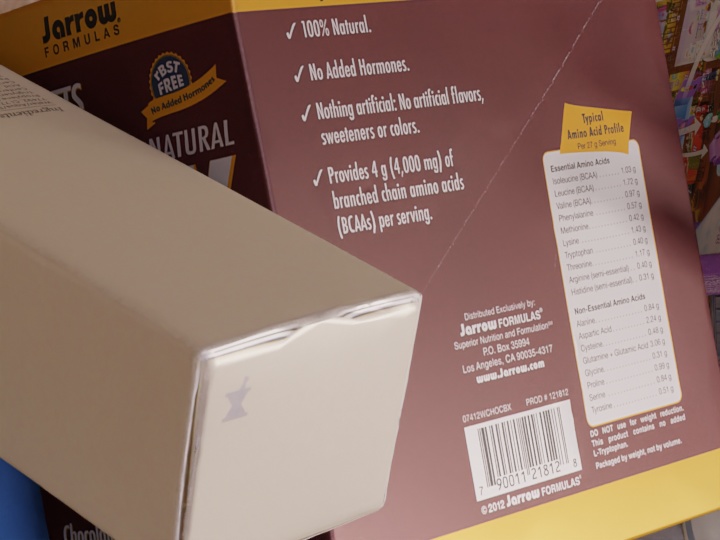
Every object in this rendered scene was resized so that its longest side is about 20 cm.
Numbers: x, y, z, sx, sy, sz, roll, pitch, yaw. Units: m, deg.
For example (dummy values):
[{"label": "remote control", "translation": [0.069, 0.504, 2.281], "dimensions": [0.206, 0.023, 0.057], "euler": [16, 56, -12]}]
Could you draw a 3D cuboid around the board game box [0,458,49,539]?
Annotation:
[{"label": "board game box", "translation": [-0.154, 0.097, 0.743], "dimensions": [0.200, 0.039, 0.158], "euler": [-48, 113, -15]}]

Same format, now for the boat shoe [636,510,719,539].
[{"label": "boat shoe", "translation": [0.130, 0.182, 0.869], "dimensions": [0.070, 0.071, 0.202], "euler": [12, 68, -68]}]

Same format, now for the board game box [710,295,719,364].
[{"label": "board game box", "translation": [0.220, 0.031, 0.929], "dimensions": [0.199, 0.062, 0.201], "euler": [15, 82, -27]}]

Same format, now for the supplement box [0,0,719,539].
[{"label": "supplement box", "translation": [0.000, 0.000, 0.741], "dimensions": [0.197, 0.133, 0.201], "euler": [-10, 90, -45]}]

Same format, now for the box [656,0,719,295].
[{"label": "box", "translation": [0.140, -0.089, 0.848], "dimensions": [0.039, 0.137, 0.201], "euler": [23, 78, -24]}]

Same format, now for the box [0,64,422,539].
[{"label": "box", "translation": [-0.083, 0.004, 0.626], "dimensions": [0.082, 0.200, 0.069], "euler": [-14, 123, -42]}]
